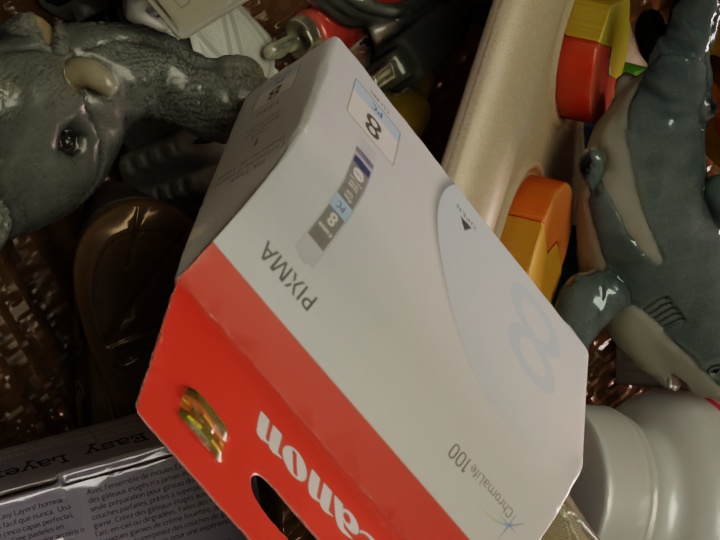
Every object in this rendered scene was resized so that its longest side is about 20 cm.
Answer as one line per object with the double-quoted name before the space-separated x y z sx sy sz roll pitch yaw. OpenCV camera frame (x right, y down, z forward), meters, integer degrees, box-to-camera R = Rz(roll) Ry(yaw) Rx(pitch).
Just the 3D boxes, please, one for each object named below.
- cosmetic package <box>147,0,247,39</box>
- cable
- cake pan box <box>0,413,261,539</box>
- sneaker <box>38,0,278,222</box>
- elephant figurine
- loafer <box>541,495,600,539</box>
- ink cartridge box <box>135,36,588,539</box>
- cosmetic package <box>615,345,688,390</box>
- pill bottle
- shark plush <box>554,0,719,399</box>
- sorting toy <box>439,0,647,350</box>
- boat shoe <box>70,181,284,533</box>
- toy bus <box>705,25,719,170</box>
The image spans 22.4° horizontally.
"cosmetic package" -0.030 -0.179 0.687 0.087 0.103 0.200 52 25 -16
"cable" 0.027 -0.112 0.799 0.097 0.050 0.200 57 39 -5
"cake pan box" -0.117 0.156 0.671 0.199 0.052 0.185 -16 111 -17
"sneaker" -0.062 -0.058 0.745 0.081 0.075 0.201 -25 103 -40
"elephant figurine" -0.154 -0.055 0.647 0.200 0.155 0.142 44 42 -16
"loafer" 0.056 0.111 0.715 0.200 0.068 0.076 44 97 -2
"ink cartridge box" 0.011 0.033 0.587 0.160 0.047 0.200 51 24 -21
"cosmetic package" 0.234 0.021 0.890 0.199 0.107 0.085 3 88 -28
"pill bottle" 0.168 0.115 0.846 0.199 0.111 0.111 11 83 -30
"shark plush" 0.138 -0.040 0.760 0.091 0.083 0.201 -37 137 -60
"sorting toy" 0.090 -0.043 0.792 0.200 0.036 0.186 43 63 -63
"boat shoe" -0.080 0.061 0.727 0.072 0.072 0.201 -17 111 -15
"toy bus" 0.205 -0.097 0.818 0.136 0.200 0.192 47 66 -18
